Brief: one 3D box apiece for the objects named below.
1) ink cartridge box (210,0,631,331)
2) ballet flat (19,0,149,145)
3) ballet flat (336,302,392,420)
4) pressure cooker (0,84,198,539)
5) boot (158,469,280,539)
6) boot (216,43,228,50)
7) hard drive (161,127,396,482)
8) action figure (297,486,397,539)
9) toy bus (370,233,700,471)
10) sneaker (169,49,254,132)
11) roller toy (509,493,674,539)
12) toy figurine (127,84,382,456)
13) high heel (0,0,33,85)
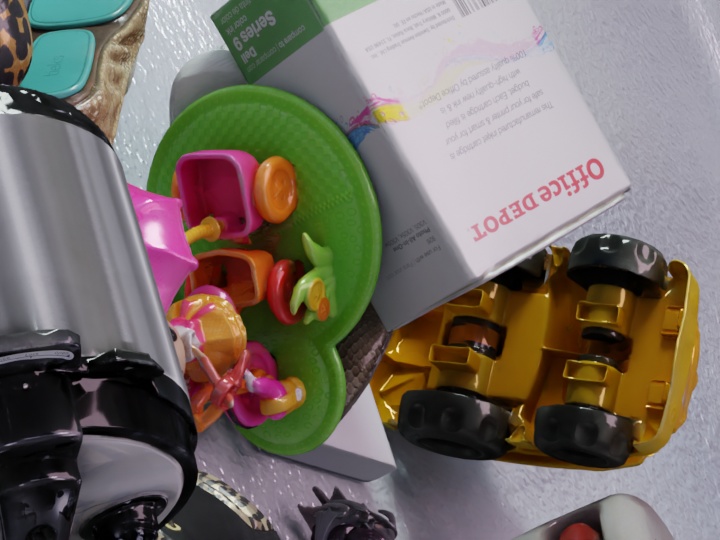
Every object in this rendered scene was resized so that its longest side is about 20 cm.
[{"bbox_3d":[0.034,-0.089,1.530,0.145,0.087,0.201,-29,87,-41],"label":"ink cartridge box"},{"bbox_3d":[-0.151,-0.109,1.521,0.200,0.070,0.066,-75,161,-57],"label":"ballet flat"},{"bbox_3d":[0.000,0.000,1.572,0.046,0.067,0.201,31,67,-21],"label":"ballet flat"},{"bbox_3d":[-0.156,0.047,1.136,0.176,0.178,0.201,31,37,-59],"label":"pressure cooker"},{"bbox_3d":[-0.072,0.162,1.309,0.200,0.073,0.150,46,13,18],"label":"boot"},{"bbox_3d":[0.017,-0.081,1.747,0.201,0.144,0.072,60,19,-11],"label":"boot"},{"bbox_3d":[-0.047,0.019,1.641,0.132,0.027,0.201,23,44,-59],"label":"hard drive"},{"bbox_3d":[0.012,0.193,1.514,0.130,0.069,0.200,46,23,-26],"label":"action figure"},{"bbox_3d":[0.128,0.069,1.745,0.192,0.199,0.136,42,57,-56],"label":"toy bus"},{"bbox_3d":[-0.056,-0.072,1.610,0.200,0.075,0.089,52,15,-48],"label":"sneaker"},{"bbox_3d":[0.135,0.233,1.652,0.182,0.139,0.201,45,23,-63],"label":"roller toy"},{"bbox_3d":[-0.095,0.019,1.439,0.184,0.149,0.201,-22,109,-56],"label":"toy figurine"},{"bbox_3d":[-0.217,-0.183,1.412,0.143,0.071,0.201,-91,156,-61],"label":"high heel"}]
